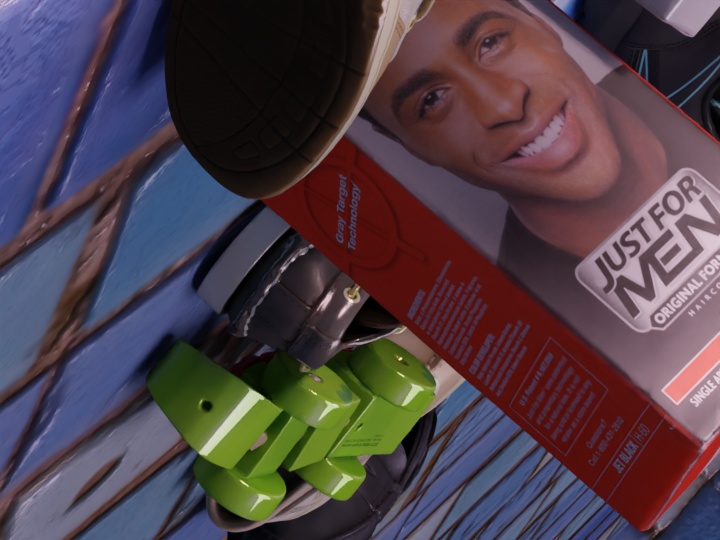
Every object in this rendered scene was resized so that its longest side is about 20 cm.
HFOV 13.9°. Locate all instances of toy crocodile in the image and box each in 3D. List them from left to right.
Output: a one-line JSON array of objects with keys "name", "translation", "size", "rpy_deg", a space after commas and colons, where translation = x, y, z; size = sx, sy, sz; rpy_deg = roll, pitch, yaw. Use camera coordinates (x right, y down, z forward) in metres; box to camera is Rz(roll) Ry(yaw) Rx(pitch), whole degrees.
[{"name": "toy crocodile", "translation": [-0.025, 0.058, 1.261], "size": [0.068, 0.062, 0.200], "rpy_deg": [-54, 160, 18]}]

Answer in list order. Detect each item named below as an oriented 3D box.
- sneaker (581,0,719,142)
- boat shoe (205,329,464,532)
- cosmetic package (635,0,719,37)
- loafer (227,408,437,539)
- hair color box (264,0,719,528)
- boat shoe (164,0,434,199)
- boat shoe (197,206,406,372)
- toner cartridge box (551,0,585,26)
[{"name": "sneaker", "translation": [0.117, -0.068, 1.199], "size": [0.075, 0.079, 0.200], "rpy_deg": [-45, 171, -25]}, {"name": "boat shoe", "translation": [-0.001, 0.048, 1.372], "size": [0.200, 0.072, 0.065], "rpy_deg": [-48, 171, 25]}, {"name": "cosmetic package", "translation": [0.131, -0.189, 0.998], "size": [0.200, 0.108, 0.085], "rpy_deg": [-50, 170, 10]}, {"name": "loafer", "translation": [-0.012, 0.105, 1.534], "size": [0.070, 0.068, 0.201], "rpy_deg": [-63, 169, 24]}, {"name": "hair color box", "translation": [0.055, -0.022, 0.974], "size": [0.102, 0.200, 0.061], "rpy_deg": [-42, 166, -34]}, {"name": "boat shoe", "translation": [0.002, -0.102, 0.871], "size": [0.066, 0.074, 0.200], "rpy_deg": [-31, 159, -43]}, {"name": "boat shoe", "translation": [-0.002, 0.002, 1.233], "size": [0.072, 0.060, 0.202], "rpy_deg": [-53, 168, 18]}, {"name": "toner cartridge box", "translation": [0.067, -0.110, 1.170], "size": [0.200, 0.043, 0.095], "rpy_deg": [-49, 168, -4]}]
